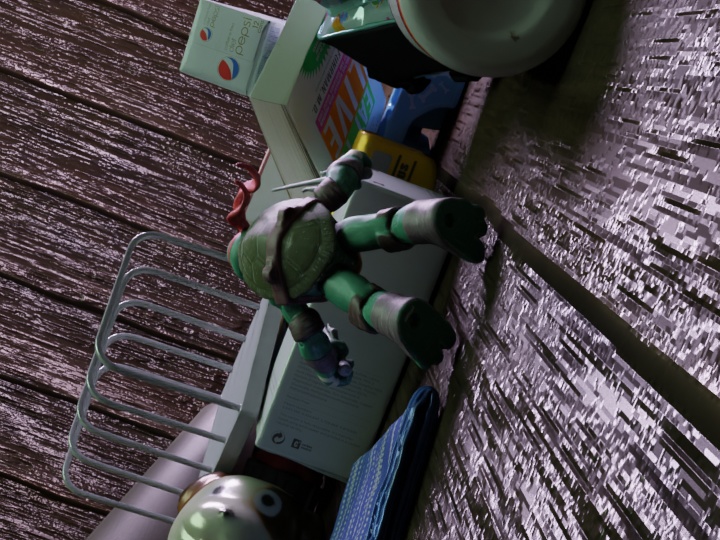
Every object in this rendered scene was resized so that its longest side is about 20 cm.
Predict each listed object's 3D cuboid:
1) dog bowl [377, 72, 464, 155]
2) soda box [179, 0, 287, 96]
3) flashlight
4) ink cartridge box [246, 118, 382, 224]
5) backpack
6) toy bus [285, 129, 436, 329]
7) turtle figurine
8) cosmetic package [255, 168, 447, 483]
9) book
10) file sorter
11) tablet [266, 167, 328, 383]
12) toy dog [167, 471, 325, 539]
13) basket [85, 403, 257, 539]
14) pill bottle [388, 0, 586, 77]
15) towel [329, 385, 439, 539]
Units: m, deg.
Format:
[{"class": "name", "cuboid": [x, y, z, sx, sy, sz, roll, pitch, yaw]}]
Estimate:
[{"class": "dog bowl", "cuboid": [0.045, -0.127, 1.379, 0.111, 0.050, 0.200, -87, 18, -73]}, {"class": "soda box", "cuboid": [-0.070, -0.179, 1.317, 0.200, 0.068, 0.064, -4, -66, -68]}, {"class": "flashlight", "cuboid": [-0.032, 0.098, 1.255, 0.200, 0.068, 0.068, -66, -26, -8]}, {"class": "ink cartridge box", "cuboid": [-0.032, -0.081, 1.504, 0.200, 0.083, 0.145, 43, -112, -76]}, {"class": "backpack", "cuboid": [0.053, -0.254, 1.162, 0.176, 0.153, 0.200, -2, 58, 61]}, {"class": "toy bus", "cuboid": [0.000, 0.000, 1.185, 0.065, 0.078, 0.200, -108, 39, -82]}, {"class": "turtle figurine", "cuboid": [-0.019, -0.003, 0.956, 0.200, 0.101, 0.150, 8, 91, 49]}, {"class": "cosmetic package", "cuboid": [-0.003, 0.032, 1.098, 0.113, 0.081, 0.200, -96, 28, -78]}, {"class": "book", "cuboid": [-0.031, -0.144, 1.298, 0.200, 0.048, 0.134, 66, -137, -63]}, {"class": "file sorter", "cuboid": [-0.145, 0.087, 1.197, 0.200, 0.124, 0.139, 116, 170, -50]}, {"class": "tablet", "cuboid": [-0.034, 0.019, 1.291, 0.130, 0.014, 0.200, 13, -83, -66]}, {"class": "toy dog", "cuboid": [-0.099, 0.244, 1.108, 0.194, 0.139, 0.200, 14, -84, -58]}, {"class": "basket", "cuboid": [-0.130, 0.222, 1.314, 0.200, 0.180, 0.136, -59, 7, -35]}, {"class": "pill bottle", "cuboid": [0.072, -0.178, 0.966, 0.200, 0.109, 0.110, -99, 30, -79]}, {"class": "towel", "cuboid": [-0.004, 0.155, 0.923, 0.200, 0.024, 0.145, 122, 168, -67]}]
